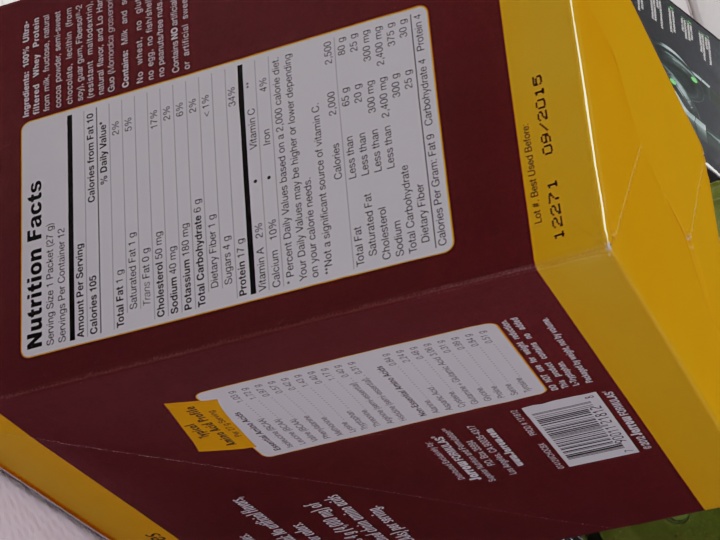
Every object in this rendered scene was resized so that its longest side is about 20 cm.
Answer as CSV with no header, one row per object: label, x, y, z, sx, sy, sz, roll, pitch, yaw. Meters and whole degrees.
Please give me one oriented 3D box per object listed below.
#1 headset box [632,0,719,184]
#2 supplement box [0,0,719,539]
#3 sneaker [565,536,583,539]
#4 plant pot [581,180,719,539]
headset box,0.125,-0.106,1.197,0.200,0.093,0.174,34,31,-17
supplement box,0.000,0.000,0.657,0.197,0.199,0.133,49,32,-57
sneaker,0.054,0.135,0.975,0.070,0.093,0.200,34,14,-41
plant pot,0.188,0.079,1.057,0.190,0.199,0.201,-41,117,-51
